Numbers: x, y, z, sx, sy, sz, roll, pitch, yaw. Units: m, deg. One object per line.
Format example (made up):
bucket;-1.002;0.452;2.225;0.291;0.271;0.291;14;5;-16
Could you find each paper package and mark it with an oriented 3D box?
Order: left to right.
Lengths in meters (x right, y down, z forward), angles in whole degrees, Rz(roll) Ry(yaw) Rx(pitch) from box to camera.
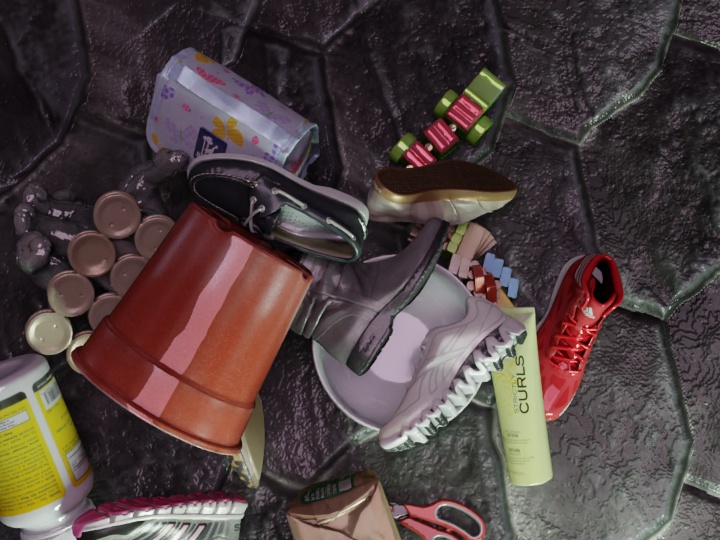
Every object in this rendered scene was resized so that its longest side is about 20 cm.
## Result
paper package;0.001;0.312;1.203;0.103;0.200;0.192;-20;85;-2

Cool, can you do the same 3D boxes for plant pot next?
plant pot;-0.157;0.050;1.169;0.200;0.201;0.196;32;92;3

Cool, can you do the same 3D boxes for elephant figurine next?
elephant figurine;-0.271;-0.038;1.273;0.198;0.155;0.143;-5;73;5

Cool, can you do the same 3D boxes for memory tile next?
memory tile;-0.256;0.026;1.238;0.153;0.017;0.201;29;101;-23

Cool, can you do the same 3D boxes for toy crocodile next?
toy crocodile;0.097;-0.158;1.354;0.067;0.062;0.200;43;82;4

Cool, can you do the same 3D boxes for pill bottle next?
pill bottle;-0.356;0.201;1.238;0.111;0.112;0.202;-20;103;-5

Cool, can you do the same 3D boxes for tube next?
tube;0.176;0.139;1.291;0.057;0.052;0.202;-8;98;3

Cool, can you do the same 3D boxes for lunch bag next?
lunch bag;-0.142;-0.150;1.274;0.169;0.200;0.128;31;81;2

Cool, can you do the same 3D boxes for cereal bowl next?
cereal bowl;0.043;0.086;1.304;0.198;0.083;0.202;0;81;-2

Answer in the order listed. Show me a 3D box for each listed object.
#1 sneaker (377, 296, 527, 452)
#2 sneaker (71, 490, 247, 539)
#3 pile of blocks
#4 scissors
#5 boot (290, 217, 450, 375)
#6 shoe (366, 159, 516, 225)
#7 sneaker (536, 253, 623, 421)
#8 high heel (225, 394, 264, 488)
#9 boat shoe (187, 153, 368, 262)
sneaker;0.086;0.112;1.232;0.200;0.075;0.081;-44;73;-9
sneaker;-0.213;0.292;1.243;0.198;0.073;0.088;2;88;-35
pile of blocks;0.137;-0.007;1.332;0.082;0.062;0.200;-40;85;-7
scissors;0.046;0.270;1.313;0.199;0.014;0.074;28;84;3
boot;0.000;0.000;1.243;0.131;0.070;0.201;33;77;9
shoe;0.090;-0.085;1.302;0.198;0.054;0.070;-4;41;-33
sneaker;0.236;0.070;1.297;0.078;0.116;0.202;16;81;0
high heel;-0.188;0.158;1.310;0.141;0.071;0.202;-11;98;22
boat shoe;-0.086;-0.064;1.189;0.198;0.076;0.061;14;50;-7
